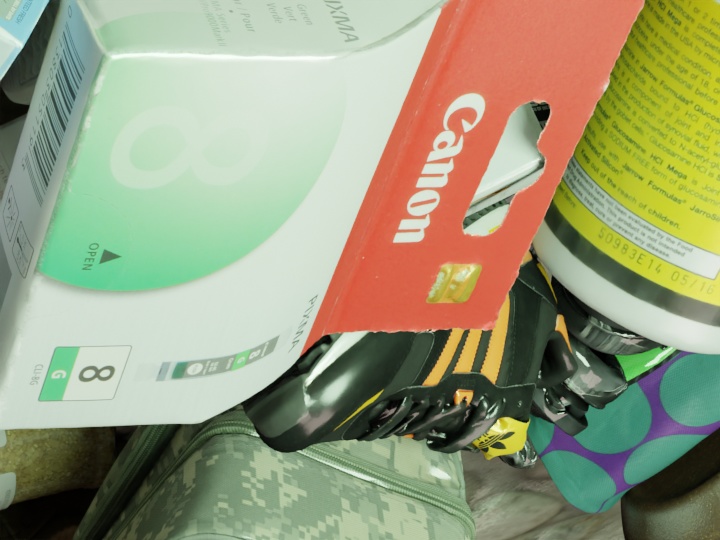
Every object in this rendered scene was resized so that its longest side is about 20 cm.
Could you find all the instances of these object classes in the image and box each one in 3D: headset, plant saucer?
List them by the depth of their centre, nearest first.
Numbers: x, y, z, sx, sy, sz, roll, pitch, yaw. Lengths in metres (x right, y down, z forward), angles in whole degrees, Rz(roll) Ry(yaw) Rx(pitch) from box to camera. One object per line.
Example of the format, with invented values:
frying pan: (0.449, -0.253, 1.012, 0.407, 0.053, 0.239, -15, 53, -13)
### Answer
headset: (0.111, 0.034, 1.121, 0.200, 0.094, 0.124, -11, 148, -44)
plant saucer: (0.207, 0.083, 1.363, 0.037, 0.200, 0.200, 40, 122, -15)

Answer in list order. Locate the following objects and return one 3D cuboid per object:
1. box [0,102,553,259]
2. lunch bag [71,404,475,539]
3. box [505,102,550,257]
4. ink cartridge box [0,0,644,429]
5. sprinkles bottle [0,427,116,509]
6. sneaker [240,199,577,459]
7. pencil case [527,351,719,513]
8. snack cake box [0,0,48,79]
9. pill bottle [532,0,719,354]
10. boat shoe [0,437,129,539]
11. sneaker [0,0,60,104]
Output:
box: (-0.040, -0.037, 0.911, 0.200, 0.098, 0.124, -25, 178, 1)
lunch bag: (-0.045, 0.114, 1.055, 0.139, 0.168, 0.200, 23, 135, -14)
box: (0.000, 0.000, 1.118, 0.158, 0.050, 0.200, -11, 151, -27)
ink cartridge box: (-0.014, -0.019, 0.792, 0.200, 0.050, 0.161, 1, 134, -24)
sprinkles bottle: (-0.209, 0.083, 1.073, 0.200, 0.068, 0.068, -12, 152, -26)
sneaker: (0.032, 0.039, 0.966, 0.070, 0.090, 0.200, -34, -179, 32)
pencil case: (0.175, 0.044, 1.318, 0.200, 0.085, 0.092, -40, -166, 31)
snack cake box: (-0.157, -0.058, 0.775, 0.067, 0.115, 0.200, 32, 132, -13)
pill bottle: (0.156, -0.075, 0.994, 0.112, 0.112, 0.200, -1, 126, -41)
boat shoe: (-0.175, 0.123, 1.176, 0.200, 0.073, 0.065, 4, 138, -46)
sneaker: (-0.032, -0.115, 0.831, 0.118, 0.074, 0.200, 14, 134, -45)
